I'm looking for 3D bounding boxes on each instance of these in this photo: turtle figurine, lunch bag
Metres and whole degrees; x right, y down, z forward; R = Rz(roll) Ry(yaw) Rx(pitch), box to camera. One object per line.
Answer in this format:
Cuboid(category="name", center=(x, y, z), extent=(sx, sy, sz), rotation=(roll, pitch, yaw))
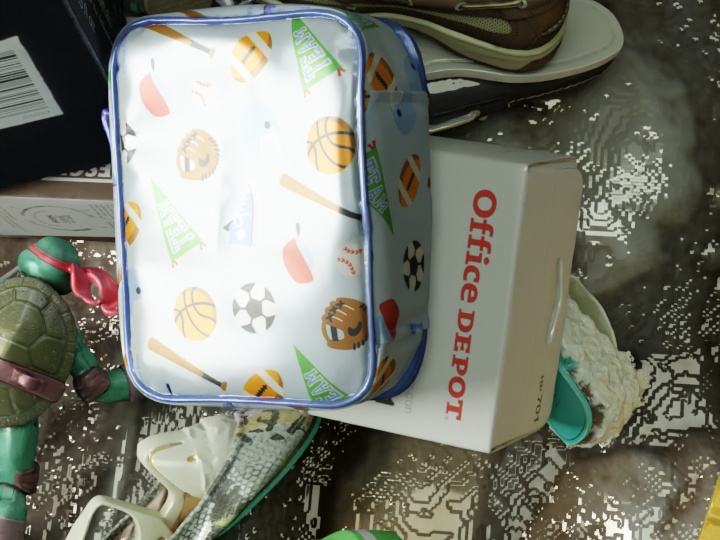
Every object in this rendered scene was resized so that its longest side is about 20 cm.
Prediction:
Cuboid(category="turtle figurine", center=(-0.189, 0.052, 0.903), extent=(0.150, 0.101, 0.200), rotation=(25, 87, 15))
Cuboid(category="lunch bag", center=(-0.048, -0.033, 0.788), extent=(0.160, 0.076, 0.200), rotation=(1, 94, 28))

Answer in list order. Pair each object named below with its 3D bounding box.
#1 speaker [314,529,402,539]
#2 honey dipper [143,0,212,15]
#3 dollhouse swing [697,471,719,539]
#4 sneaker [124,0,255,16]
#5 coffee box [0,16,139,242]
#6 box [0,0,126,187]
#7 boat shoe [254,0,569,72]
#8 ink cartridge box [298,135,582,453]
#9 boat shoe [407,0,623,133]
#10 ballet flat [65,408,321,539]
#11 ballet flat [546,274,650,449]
Cuboid(category="speaker", center=(-0.070, 0.187, 0.828), extent=(0.200, 0.088, 0.089), rotation=(-9, 74, -20))
Cuboid(category="honey dipper", center=(-0.114, -0.227, 0.926), extent=(0.038, 0.038, 0.200), rotation=(-13, 62, 3))
Cuboid(category="dollhouse swing", center=(0.268, 0.122, 0.793), extent=(0.181, 0.176, 0.200), rotation=(19, 80, 10))
Cuboid(category="sneaker", center=(-0.137, -0.171, 0.975), extent=(0.200, 0.074, 0.088), rotation=(42, 103, 19))
Cuboid(category="coffee box", center=(-0.200, -0.081, 0.939), extent=(0.200, 0.080, 0.115), rotation=(3, 73, 7))
Cuboid(category="box", center=(-0.195, -0.174, 0.824), extent=(0.117, 0.197, 0.200), rotation=(-13, 67, 2))
Cuboid(category="boat shoe", center=(0.016, -0.171, 0.883), extent=(0.202, 0.075, 0.075), rotation=(14, 66, 5))
Cuboid(category="ink cartridge box", center=(0.000, 0.000, 0.855), extent=(0.200, 0.086, 0.147), rotation=(10, 98, 26))
Cuboid(category="boat shoe", center=(0.049, -0.110, 0.934), extent=(0.200, 0.060, 0.074), rotation=(-11, 52, -9))
Cuboid(category="ballet flat", center=(-0.105, 0.129, 0.879), extent=(0.072, 0.072, 0.200), rotation=(40, 84, 14))
Cuboid(category="ballet flat", center=(0.085, 0.009, 0.906), extent=(0.072, 0.072, 0.200), rotation=(-35, 77, -3))
